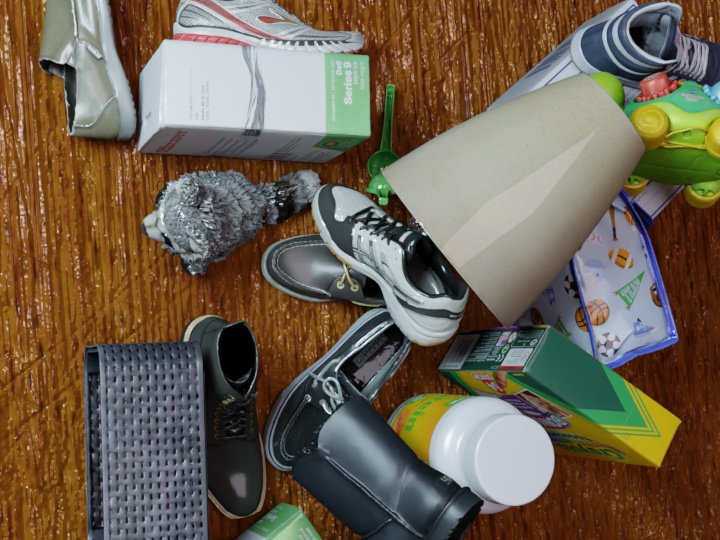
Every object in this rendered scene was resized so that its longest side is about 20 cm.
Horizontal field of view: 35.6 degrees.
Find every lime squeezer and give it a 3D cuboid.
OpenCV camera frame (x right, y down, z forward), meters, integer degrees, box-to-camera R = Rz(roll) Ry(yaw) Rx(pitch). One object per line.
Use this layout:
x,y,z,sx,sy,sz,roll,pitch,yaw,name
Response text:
0.029,-0.106,1.155,0.038,0.071,0.200,17,41,-10,lime squeezer

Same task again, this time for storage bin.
-0.198,0.167,1.026,0.093,0.135,0.201,0,85,-20,storage bin

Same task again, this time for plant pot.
0.154,-0.080,1.029,0.200,0.187,0.188,-38,99,5,plant pot

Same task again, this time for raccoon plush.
-0.119,-0.073,1.076,0.200,0.134,0.097,-34,96,-19,raccoon plush

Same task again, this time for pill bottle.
0.105,0.179,1.103,0.111,0.200,0.112,2,85,-20,pill bottle

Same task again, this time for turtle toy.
0.297,-0.144,1.125,0.199,0.146,0.102,10,69,7,turtle toy

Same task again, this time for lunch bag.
0.226,-0.004,1.178,0.123,0.170,0.201,-19,92,-22,lunch bag

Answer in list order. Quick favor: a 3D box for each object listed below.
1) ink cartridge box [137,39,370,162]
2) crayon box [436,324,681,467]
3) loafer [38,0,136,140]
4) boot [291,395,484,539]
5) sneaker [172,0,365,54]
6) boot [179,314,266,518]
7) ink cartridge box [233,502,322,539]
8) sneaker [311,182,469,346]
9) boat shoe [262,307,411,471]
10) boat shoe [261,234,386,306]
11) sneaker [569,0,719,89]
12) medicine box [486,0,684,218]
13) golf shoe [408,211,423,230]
-0.106,-0.159,1.082,0.199,0.146,0.085,1,86,-20,ink cartridge box
0.195,0.127,1.140,0.172,0.200,0.058,36,75,-13,crayon box
-0.271,-0.217,1.064,0.069,0.075,0.201,-18,92,-25,loafer
0.002,0.237,1.045,0.168,0.076,0.201,36,107,25,boot
-0.089,-0.246,1.133,0.199,0.078,0.083,4,83,-20,sneaker
-0.122,0.142,1.055,0.077,0.138,0.201,-16,92,-21,boot
-0.104,0.343,1.073,0.200,0.084,0.146,-35,97,-19,ink cartridge box
0.035,-0.024,1.093,0.076,0.088,0.200,-33,73,-34,sneaker
-0.019,0.123,1.121,0.199,0.068,0.074,-44,105,-7,boat shoe
0.000,0.000,1.153,0.200,0.061,0.072,7,84,-20,boat shoe
0.329,-0.225,1.158,0.199,0.108,0.070,5,84,-20,sneaker
0.276,-0.159,1.246,0.182,0.103,0.200,-42,100,-18,medicine box
0.139,-0.096,1.158,0.200,0.092,0.073,-35,83,19,golf shoe
